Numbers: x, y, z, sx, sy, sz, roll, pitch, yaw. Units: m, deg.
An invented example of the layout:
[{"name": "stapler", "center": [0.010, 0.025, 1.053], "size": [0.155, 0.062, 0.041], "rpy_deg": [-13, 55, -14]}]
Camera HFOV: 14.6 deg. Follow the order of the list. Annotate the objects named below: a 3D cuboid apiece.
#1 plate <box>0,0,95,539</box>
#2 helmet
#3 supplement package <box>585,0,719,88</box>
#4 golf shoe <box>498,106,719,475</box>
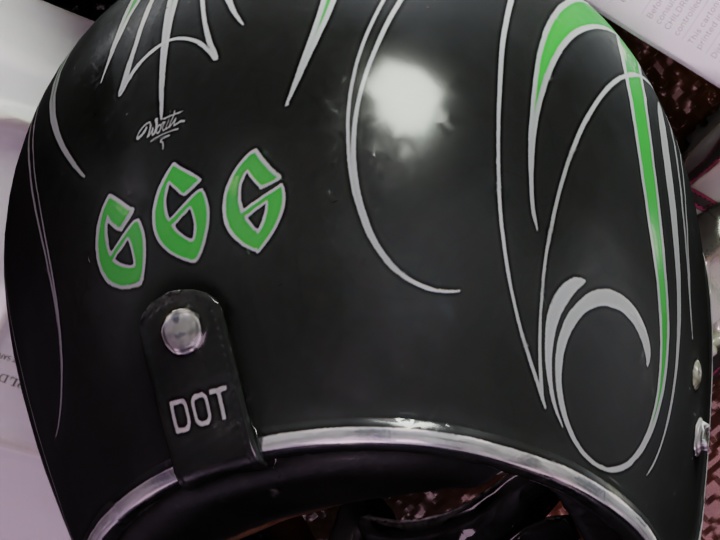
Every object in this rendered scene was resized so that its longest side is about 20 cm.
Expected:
[{"name": "plate", "center": [-0.098, 0.024, 0.844], "size": [0.199, 0.032, 0.201], "rpy_deg": [18, 106, -34]}, {"name": "helmet", "center": [0.000, 0.000, 0.745], "size": [0.199, 0.192, 0.200], "rpy_deg": [-2, 148, -1]}, {"name": "supplement package", "center": [0.052, -0.152, 0.797], "size": [0.199, 0.114, 0.110], "rpy_deg": [31, 102, -10]}, {"name": "golf shoe", "center": [0.106, 0.008, 0.863], "size": [0.199, 0.088, 0.077], "rpy_deg": [-32, 105, 5]}]
